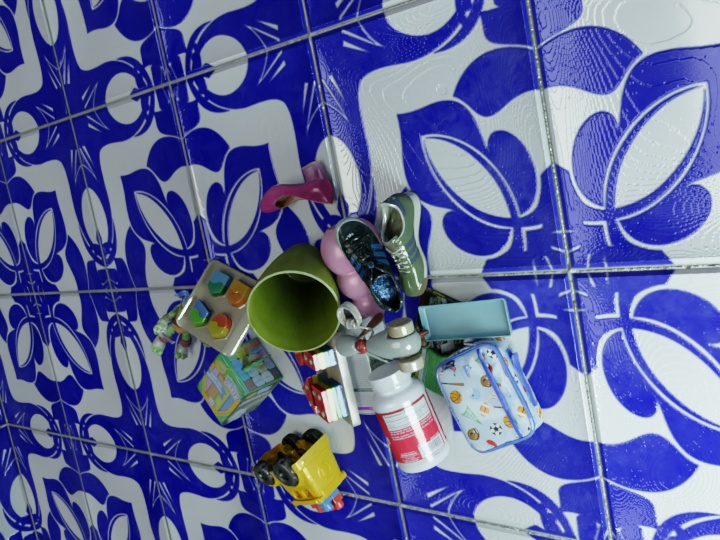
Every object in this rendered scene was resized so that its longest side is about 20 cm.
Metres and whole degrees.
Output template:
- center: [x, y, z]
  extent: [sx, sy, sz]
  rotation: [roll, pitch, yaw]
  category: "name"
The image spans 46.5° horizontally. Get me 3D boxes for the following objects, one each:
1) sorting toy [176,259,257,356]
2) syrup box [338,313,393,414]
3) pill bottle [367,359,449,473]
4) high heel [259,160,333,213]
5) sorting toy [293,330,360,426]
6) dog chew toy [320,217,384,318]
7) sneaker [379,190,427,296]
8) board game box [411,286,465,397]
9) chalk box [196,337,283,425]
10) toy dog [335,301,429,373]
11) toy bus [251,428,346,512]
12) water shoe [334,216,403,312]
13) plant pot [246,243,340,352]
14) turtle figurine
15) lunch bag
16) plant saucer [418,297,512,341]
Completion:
- center: [-0.330, 0.083, 1.977]
  extent: [0.199, 0.036, 0.186]
  rotation: [25, 81, 33]
  category: "sorting toy"
- center: [0.017, 0.188, 1.724]
  extent: [0.081, 0.078, 0.202]
  rotation: [-8, 98, 44]
  category: "syrup box"
- center: [0.090, 0.283, 1.644]
  extent: [0.112, 0.112, 0.201]
  rotation: [-14, 104, 45]
  category: "pill bottle"
- center: [-0.135, -0.144, 1.768]
  extent: [0.199, 0.067, 0.097]
  rotation: [-28, 73, 32]
  category: "high heel"
- center: [-0.084, 0.218, 1.773]
  extent: [0.199, 0.069, 0.202]
  rotation: [-164, 59, -69]
  category: "sorting toy"
- center: [0.000, 0.000, 1.656]
  extent: [0.124, 0.124, 0.202]
  rotation: [-11, 104, 44]
  category: "dog chew toy"
- center: [0.071, -0.046, 1.577]
  extent: [0.067, 0.089, 0.202]
  rotation: [1, 98, 42]
  category: "sneaker"
- center: [0.149, 0.141, 1.625]
  extent: [0.104, 0.023, 0.202]
  rotation: [23, 118, 34]
  category: "board game box"
- center: [-0.281, 0.252, 1.996]
  extent: [0.124, 0.124, 0.200]
  rotation: [53, 131, 16]
  category: "chalk box"
- center: [0.051, 0.130, 1.604]
  extent: [0.199, 0.096, 0.133]
  rotation: [21, 119, 35]
  category: "toy dog"
- center: [-0.128, 0.483, 1.940]
  extent: [0.199, 0.136, 0.193]
  rotation: [-21, 105, 47]
  category: "toy bus"
- center: [0.025, -0.012, 1.558]
  extent: [0.201, 0.071, 0.079]
  rotation: [57, 174, -19]
  category: "water shoe"
- center: [-0.124, 0.032, 1.714]
  extent: [0.185, 0.201, 0.189]
  rotation: [2, 120, 3]
  category: "plant pot"
- center: [-0.456, 0.173, 2.122]
  extent: [0.201, 0.143, 0.194]
  rotation: [56, 137, 18]
  category: "turtle figurine"
- center: [0.235, 0.221, 1.526]
  extent: [0.160, 0.075, 0.201]
  rotation: [-29, 87, 37]
  category: "lunch bag"
- center: [0.192, 0.090, 1.541]
  extent: [0.199, 0.019, 0.071]
  rotation: [-8, 97, 45]
  category: "plant saucer"
